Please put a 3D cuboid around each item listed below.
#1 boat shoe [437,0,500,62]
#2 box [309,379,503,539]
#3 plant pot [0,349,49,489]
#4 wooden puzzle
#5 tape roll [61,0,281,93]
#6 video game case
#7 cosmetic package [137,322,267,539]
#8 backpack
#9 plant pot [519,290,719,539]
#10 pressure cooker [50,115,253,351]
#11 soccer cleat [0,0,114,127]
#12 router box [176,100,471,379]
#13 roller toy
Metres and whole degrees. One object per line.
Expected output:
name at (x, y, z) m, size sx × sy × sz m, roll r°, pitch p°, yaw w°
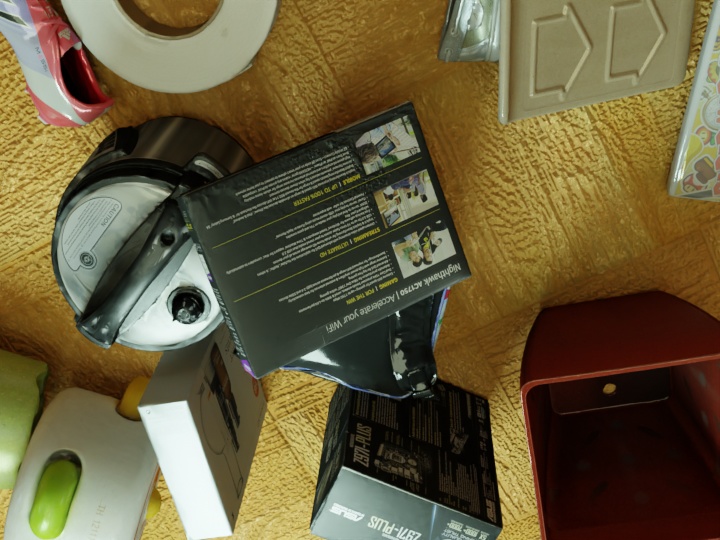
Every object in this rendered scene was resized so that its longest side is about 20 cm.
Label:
boat shoe at (0.094, -0.271, 0.728) m, size 0.063 × 0.075 × 0.205 m, roll -3°, pitch 123°, yaw 0°
box at (0.046, 0.190, 0.885) m, size 0.161 × 0.201 × 0.087 m, roll 22°, pitch 116°, yaw -8°
plant pot at (-0.425, 0.146, 0.916) m, size 0.180 × 0.202 × 0.204 m, roll 11°, pitch 118°, yaw -14°
wooden puzzle at (0.191, -0.229, 0.726) m, size 0.196 × 0.046 × 0.188 m, roll -16°, pitch 125°, yaw -17°
tape roll at (-0.164, -0.257, 0.771) m, size 0.198 × 0.037 × 0.207 m, roll 1°, pitch 117°, yaw 2°
video game case at (0.379, -0.146, 0.773) m, size 0.178 × 0.023 × 0.203 m, roll 8°, pitch 125°, yaw 8°
cosmetic package at (-0.146, 0.133, 0.870) m, size 0.050 × 0.201 × 0.154 m, roll -7°, pitch 117°, yaw 8°
backpack at (0.000, 0.000, 0.823) m, size 0.196 × 0.155 × 0.193 m, roll 14°, pitch 117°, yaw -15°
plant pot at (0.251, 0.129, 0.855) m, size 0.195 × 0.177 × 0.204 m, roll -9°, pitch 116°, yaw 7°
pressure cooker at (-0.175, -0.031, 0.792) m, size 0.174 × 0.201 × 0.179 m, roll -1°, pitch 117°, yaw 5°
soccer cleat at (-0.286, -0.219, 0.776) m, size 0.075 × 0.067 × 0.203 m, roll -5°, pitch 123°, yaw 29°
router box at (-0.026, -0.026, 0.705) m, size 0.197 × 0.051 × 0.152 m, roll -24°, pitch 100°, yaw -14°
roller toy at (-0.276, 0.227, 0.937) m, size 0.137 × 0.202 × 0.184 m, roll 17°, pitch 129°, yaw -6°
